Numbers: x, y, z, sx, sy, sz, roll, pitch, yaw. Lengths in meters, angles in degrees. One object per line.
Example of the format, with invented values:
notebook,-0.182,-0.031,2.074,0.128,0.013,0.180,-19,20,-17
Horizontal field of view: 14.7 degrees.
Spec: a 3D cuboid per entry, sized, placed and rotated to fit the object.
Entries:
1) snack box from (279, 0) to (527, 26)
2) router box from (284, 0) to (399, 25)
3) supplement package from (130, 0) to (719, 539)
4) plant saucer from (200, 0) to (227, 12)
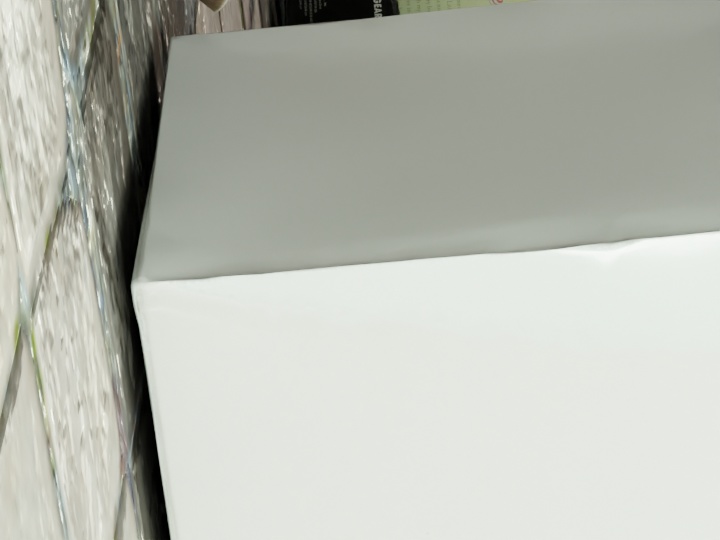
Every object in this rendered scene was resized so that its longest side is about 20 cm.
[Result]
snack box,0.020,-0.148,1.173,0.037,0.115,0.201,-91,175,-50
router box,0.000,0.000,1.139,0.150,0.051,0.201,84,2,-46
supplement package,0.051,0.050,0.698,0.147,0.190,0.201,-91,176,-63
plant saucer,-0.025,-0.161,0.643,0.200,0.032,0.201,-169,-90,-83
